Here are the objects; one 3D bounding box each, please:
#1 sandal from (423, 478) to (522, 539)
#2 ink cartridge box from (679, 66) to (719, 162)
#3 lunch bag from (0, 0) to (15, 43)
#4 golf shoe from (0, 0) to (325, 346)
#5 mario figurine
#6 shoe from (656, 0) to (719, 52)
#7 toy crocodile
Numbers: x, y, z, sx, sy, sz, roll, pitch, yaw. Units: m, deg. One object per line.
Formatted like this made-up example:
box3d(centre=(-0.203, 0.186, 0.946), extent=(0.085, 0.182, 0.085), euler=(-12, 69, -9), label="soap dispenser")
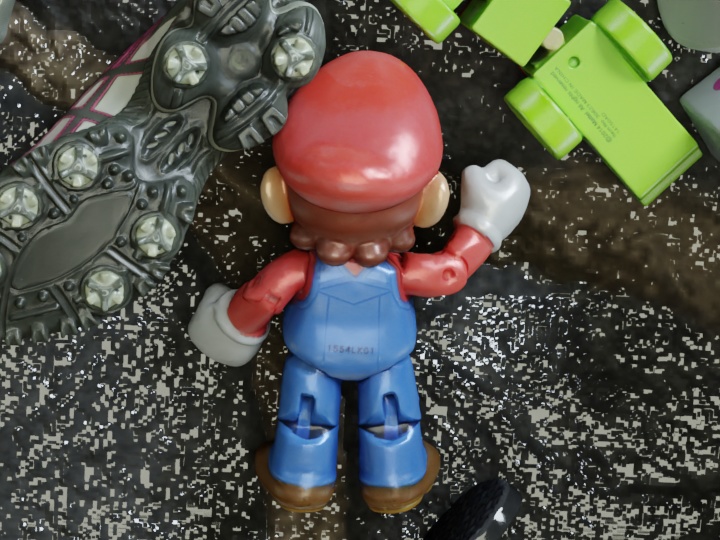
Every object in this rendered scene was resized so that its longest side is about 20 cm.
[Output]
box3d(centre=(0.025, 0.179, 0.981), extent=(0.045, 0.075, 0.200), euler=(28, 104, -3), label="sandal")
box3d(centre=(0.244, -0.091, 0.881), extent=(0.196, 0.200, 0.043), euler=(-38, 111, 3), label="ink cartridge box")
box3d(centre=(-0.234, -0.137, 0.897), extent=(0.200, 0.118, 0.164), euler=(29, 96, -2), label="lunch bag")
box3d(centre=(-0.097, -0.048, 0.928), extent=(0.200, 0.088, 0.077), euler=(-43, 107, 1), label="golf shoe")
box3d(centre=(0.000, 0.000, 0.962), extent=(0.123, 0.106, 0.200), euler=(-11, 114, -37), label="mario figurine")
box3d(centre=(0.213, -0.150, 0.905), extent=(0.091, 0.200, 0.072), euler=(-4, 69, -32), label="shoe")
box3d(centre=(0.070, -0.109, 0.947), extent=(0.200, 0.062, 0.068), euler=(42, 95, -12), label="toy crocodile")
